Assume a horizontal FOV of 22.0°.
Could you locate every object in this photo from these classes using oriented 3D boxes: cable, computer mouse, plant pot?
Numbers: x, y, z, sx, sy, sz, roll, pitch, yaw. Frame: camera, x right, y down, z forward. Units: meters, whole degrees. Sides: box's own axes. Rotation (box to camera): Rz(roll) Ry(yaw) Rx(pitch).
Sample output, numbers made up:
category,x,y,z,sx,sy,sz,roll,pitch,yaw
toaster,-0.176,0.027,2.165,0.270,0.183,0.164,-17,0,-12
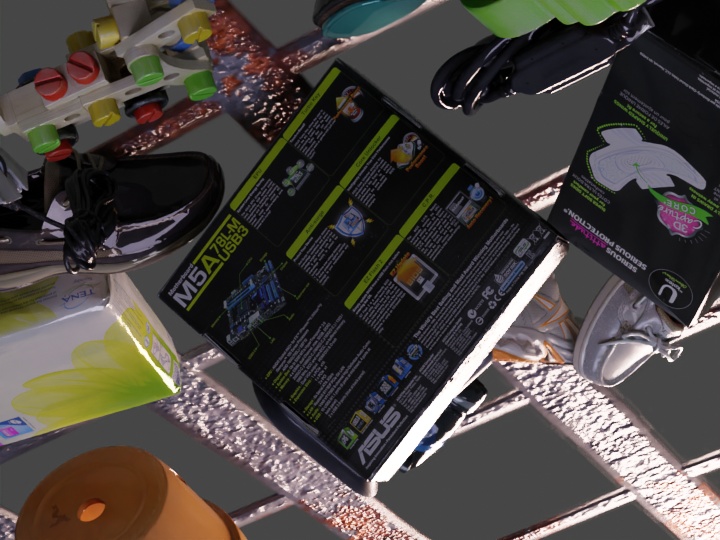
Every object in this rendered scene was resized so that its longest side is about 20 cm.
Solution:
category,x,y,z,sx,sy,sz,roll,pitch,yaw
cable,0.122,-0.158,1.113,0.051,0.163,0.200,49,137,-14
computer mouse,-0.242,-0.067,1.146,0.199,0.110,0.044,23,115,-5
plant pot,-0.198,0.243,1.548,0.199,0.200,0.140,-17,129,8

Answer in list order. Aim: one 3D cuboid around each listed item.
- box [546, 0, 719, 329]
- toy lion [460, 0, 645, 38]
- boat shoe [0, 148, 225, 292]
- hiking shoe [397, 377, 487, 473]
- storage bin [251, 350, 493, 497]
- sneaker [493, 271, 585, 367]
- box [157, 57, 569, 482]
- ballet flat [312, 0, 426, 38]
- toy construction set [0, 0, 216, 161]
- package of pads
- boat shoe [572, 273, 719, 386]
category,x,y,z,sx,sy,sz,roll,pitch,yaw
box,0.229,-0.093,1.189,0.148,0.124,0.200,-42,162,-35
toy lion,0.130,-0.194,1.001,0.069,0.192,0.200,38,125,-23
boat shoe,-0.190,-0.040,1.237,0.199,0.075,0.073,-17,145,6
hiking shoe,0.036,0.094,1.415,0.074,0.200,0.087,38,91,-5
storage bin,0.006,0.029,1.297,0.134,0.200,0.145,-40,117,19
sneaker,0.138,0.027,1.432,0.075,0.092,0.200,3,177,28
box,0.000,0.000,1.189,0.200,0.193,0.047,-53,161,6
ballet flat,0.017,-0.182,1.083,0.068,0.069,0.200,-10,-178,-18
toy construction set,-0.172,-0.125,1.106,0.199,0.093,0.131,-7,170,7
package of pads,-0.251,0.059,1.365,0.199,0.068,0.155,-17,146,7
boat shoe,0.242,0.015,1.395,0.202,0.065,0.074,-45,141,7
